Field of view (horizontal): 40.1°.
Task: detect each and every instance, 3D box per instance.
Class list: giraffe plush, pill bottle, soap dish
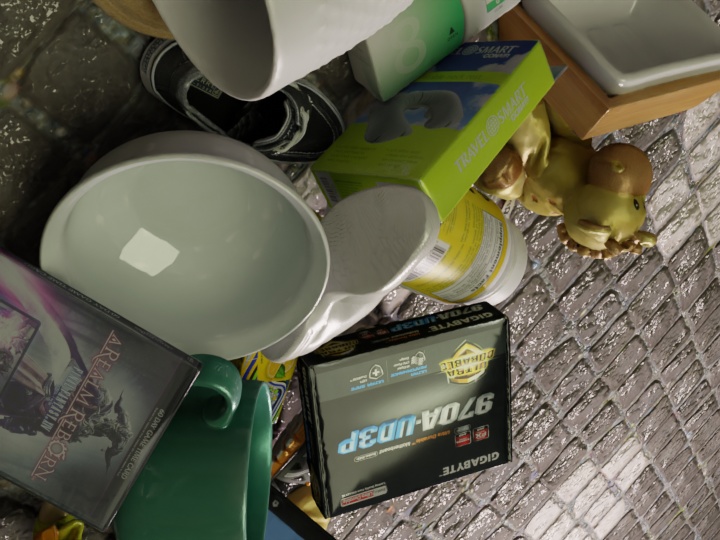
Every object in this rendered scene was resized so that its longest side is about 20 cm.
[{"bbox_3d":[0.213,-0.087,0.970,0.172,0.162,0.201,-24,135,-29],"label":"giraffe plush"},{"bbox_3d":[0.068,-0.032,0.912,0.199,0.114,0.115,22,104,-52],"label":"pill bottle"},{"bbox_3d":[0.236,-0.205,0.912,0.199,0.158,0.082,-18,150,-33],"label":"soap dish"}]

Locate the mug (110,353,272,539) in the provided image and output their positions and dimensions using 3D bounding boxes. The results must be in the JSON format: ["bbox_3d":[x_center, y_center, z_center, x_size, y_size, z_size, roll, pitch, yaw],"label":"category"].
[{"bbox_3d":[-0.134,0.145,0.774,0.113,0.152,0.187,2,97,2],"label":"mug"}]

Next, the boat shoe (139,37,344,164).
[{"bbox_3d":[-0.071,-0.117,0.740,0.199,0.068,0.072,22,105,-52],"label":"boat shoe"}]

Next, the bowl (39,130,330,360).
[{"bbox_3d":[-0.125,-0.030,0.714,0.199,0.091,0.202,-5,134,-5],"label":"bowl"}]

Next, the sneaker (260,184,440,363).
[{"bbox_3d":[0.000,0.000,0.764,0.088,0.076,0.200,-5,153,-48],"label":"sneaker"}]

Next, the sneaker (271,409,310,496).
[{"bbox_3d":[-0.032,0.169,0.975,0.200,0.077,0.078,-49,-171,19],"label":"sneaker"}]

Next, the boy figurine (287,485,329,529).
[{"bbox_3d":[-0.094,0.295,1.031,0.200,0.124,0.065,-53,163,-45],"label":"boy figurine"}]

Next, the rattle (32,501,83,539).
[{"bbox_3d":[-0.176,0.241,0.825,0.199,0.143,0.131,25,83,-11],"label":"rattle"}]

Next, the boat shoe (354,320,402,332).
[{"bbox_3d":[0.022,0.144,1.046,0.060,0.072,0.203,-14,127,-32],"label":"boat shoe"}]

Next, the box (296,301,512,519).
[{"bbox_3d":[0.044,0.127,0.918,0.198,0.046,0.160,-12,113,-19],"label":"box"}]

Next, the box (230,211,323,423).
[{"bbox_3d":[-0.088,0.038,0.850,0.064,0.070,0.201,-6,125,-42],"label":"box"}]

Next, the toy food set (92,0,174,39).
[{"bbox_3d":[-0.104,-0.244,0.615,0.197,0.049,0.201,18,108,-48],"label":"toy food set"}]

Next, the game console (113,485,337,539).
[{"bbox_3d":[-0.127,0.281,0.927,0.177,0.200,0.031,-52,175,4],"label":"game console"}]

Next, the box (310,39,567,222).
[{"bbox_3d":[0.066,-0.123,0.795,0.200,0.121,0.048,-50,129,-28],"label":"box"}]

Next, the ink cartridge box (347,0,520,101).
[{"bbox_3d":[0.045,-0.255,0.760,0.161,0.050,0.201,-38,143,-15],"label":"ink cartridge box"}]

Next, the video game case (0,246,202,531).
[{"bbox_3d":[-0.229,0.074,0.676,0.199,0.019,0.144,31,101,-7],"label":"video game case"}]

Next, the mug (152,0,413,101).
[{"bbox_3d":[-0.036,-0.225,0.560,0.175,0.147,0.201,-34,108,-24],"label":"mug"}]
